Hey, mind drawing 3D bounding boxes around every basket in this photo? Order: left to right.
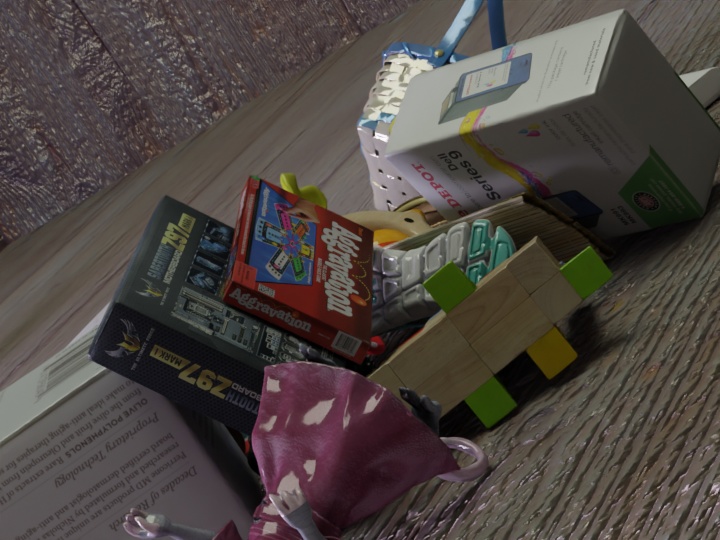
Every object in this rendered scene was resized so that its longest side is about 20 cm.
[{"bbox_3d":[0.088,-0.147,1.918,0.139,0.177,0.200,15,58,23],"label":"basket"}]

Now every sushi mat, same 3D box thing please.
[{"bbox_3d":[0.094,-0.011,1.559,0.200,0.096,0.012,-20,44,52],"label":"sushi mat"}]

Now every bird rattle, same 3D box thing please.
[{"bbox_3d":[0.000,0.000,1.685,0.162,0.113,0.200,-10,34,-13],"label":"bird rattle"}]

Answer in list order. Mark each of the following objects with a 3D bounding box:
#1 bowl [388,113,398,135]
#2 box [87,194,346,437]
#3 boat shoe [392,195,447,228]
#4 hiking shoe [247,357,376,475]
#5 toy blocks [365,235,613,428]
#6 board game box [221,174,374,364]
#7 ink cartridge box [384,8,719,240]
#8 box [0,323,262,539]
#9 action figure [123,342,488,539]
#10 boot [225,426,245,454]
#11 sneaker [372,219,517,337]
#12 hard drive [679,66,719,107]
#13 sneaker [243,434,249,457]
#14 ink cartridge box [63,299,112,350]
[{"bbox_3d":[0.132,-0.101,1.684,0.200,0.108,0.200,-19,-11,-4],"label":"bowl"},{"bbox_3d":[-0.087,0.034,1.378,0.051,0.157,0.200,-61,8,21],"label":"box"},{"bbox_3d":[0.038,-0.011,1.796,0.200,0.072,0.068,-20,49,25],"label":"boat shoe"},{"bbox_3d":[-0.036,0.122,1.455,0.101,0.076,0.200,-53,9,21],"label":"hiking shoe"},{"bbox_3d":[0.078,0.044,1.395,0.200,0.100,0.137,-39,-1,7],"label":"toy blocks"},{"bbox_3d":[-0.040,-0.005,1.430,0.019,0.103,0.200,-60,11,20],"label":"board game box"},{"bbox_3d":[0.141,-0.092,1.509,0.200,0.145,0.088,-12,45,41],"label":"ink cartridge box"},{"bbox_3d":[-0.189,0.158,1.438,0.200,0.172,0.199,-35,11,0],"label":"box"},{"bbox_3d":[-0.039,0.153,1.236,0.134,0.149,0.200,8,67,47],"label":"action figure"},{"bbox_3d":[-0.178,0.174,1.593,0.200,0.075,0.097,-36,14,-1],"label":"boot"},{"bbox_3d":[0.048,0.019,1.543,0.199,0.091,0.078,-8,69,36],"label":"sneaker"},{"bbox_3d":[0.220,-0.122,1.811,0.132,0.027,0.200,-39,13,-20],"label":"hard drive"},{"bbox_3d":[-0.165,0.137,1.658,0.199,0.094,0.070,-32,11,10],"label":"sneaker"},{"bbox_3d":[-0.188,0.096,1.742,0.200,0.076,0.136,-44,42,3],"label":"ink cartridge box"}]
